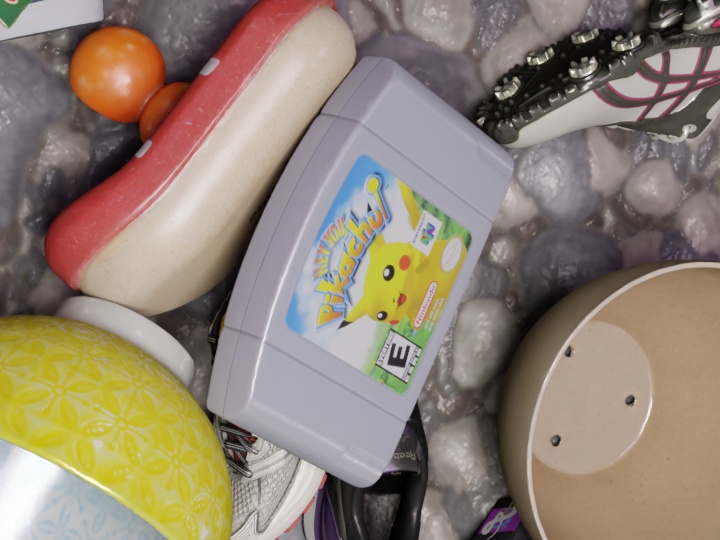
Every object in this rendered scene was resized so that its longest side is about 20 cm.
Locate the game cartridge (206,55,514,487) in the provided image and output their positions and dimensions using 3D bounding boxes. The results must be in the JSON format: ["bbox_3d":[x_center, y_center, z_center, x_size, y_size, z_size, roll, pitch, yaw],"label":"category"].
[{"bbox_3d":[0.000,0.000,0.947,0.133,0.040,0.201,31,79,-42],"label":"game cartridge"}]

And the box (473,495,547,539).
[{"bbox_3d":[0.085,0.250,1.061,0.143,0.036,0.200,56,48,-19],"label":"box"}]

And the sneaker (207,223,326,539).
[{"bbox_3d":[-0.056,0.058,0.992,0.082,0.077,0.202,11,98,-51],"label":"sneaker"}]

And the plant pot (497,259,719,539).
[{"bbox_3d":[0.159,0.085,1.062,0.198,0.134,0.202,-3,100,-20],"label":"plant pot"}]

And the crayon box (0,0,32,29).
[{"bbox_3d":[-0.150,-0.232,0.901,0.127,0.051,0.201,45,57,-21],"label":"crayon box"}]

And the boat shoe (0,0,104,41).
[{"bbox_3d":[-0.227,-0.149,0.912,0.199,0.071,0.092,-18,99,-33],"label":"boat shoe"}]

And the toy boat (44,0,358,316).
[{"bbox_3d":[-0.099,-0.077,0.964,0.130,0.131,0.201,37,83,9],"label":"toy boat"}]

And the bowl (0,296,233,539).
[{"bbox_3d":[-0.142,0.079,0.933,0.200,0.200,0.108,36,62,-21],"label":"bowl"}]

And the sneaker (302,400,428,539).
[{"bbox_3d":[0.014,0.078,1.031,0.075,0.087,0.202,-4,99,-20],"label":"sneaker"}]

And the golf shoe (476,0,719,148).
[{"bbox_3d":[0.164,-0.106,1.070,0.199,0.077,0.089,-26,113,-15],"label":"golf shoe"}]
